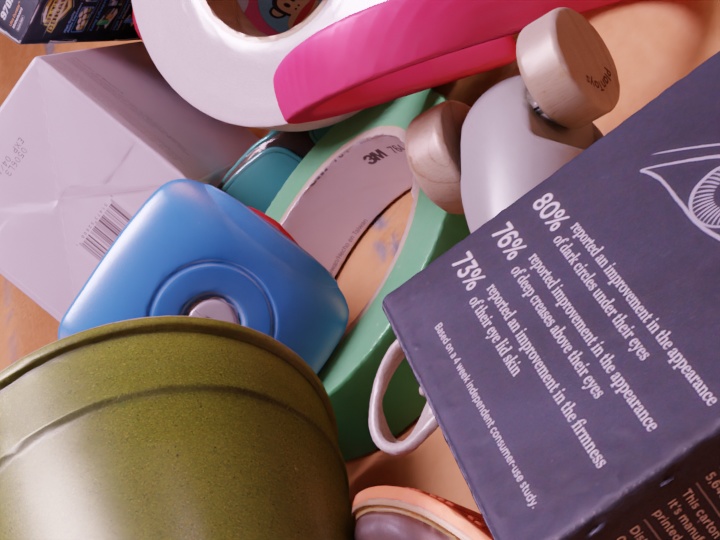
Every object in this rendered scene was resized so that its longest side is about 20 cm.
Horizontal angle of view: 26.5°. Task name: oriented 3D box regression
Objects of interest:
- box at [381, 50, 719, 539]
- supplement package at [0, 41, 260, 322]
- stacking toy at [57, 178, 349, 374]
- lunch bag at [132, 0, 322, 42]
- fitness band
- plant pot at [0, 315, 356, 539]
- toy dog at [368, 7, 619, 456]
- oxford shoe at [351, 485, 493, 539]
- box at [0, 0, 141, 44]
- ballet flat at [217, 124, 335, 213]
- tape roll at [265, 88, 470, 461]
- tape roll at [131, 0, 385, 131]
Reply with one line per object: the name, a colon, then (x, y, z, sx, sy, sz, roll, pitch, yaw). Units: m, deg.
box: (0.125, 0.019, 0.453, 0.199, 0.104, 0.148, -35, 30, 7)
supplement package: (-0.157, -0.060, 0.975, 0.121, 0.120, 0.200, -52, 0, 15)
stacking toy: (-0.085, 0.010, 0.804, 0.110, 0.116, 0.200, -53, 13, 1)
lunch bag: (-0.047, -0.202, 0.948, 0.200, 0.176, 0.082, -47, 24, 26)
fitness band: (0.052, -0.116, 0.720, 0.199, 0.038, 0.143, -21, 2, -21)
plant pot: (-0.074, 0.158, 0.644, 0.201, 0.200, 0.193, -50, 40, 18)
toy dog: (0.085, -0.005, 0.648, 0.131, 0.096, 0.202, -8, 68, 48)
oxford shoe: (0.046, 0.132, 0.571, 0.200, 0.071, 0.073, 13, 78, 62)
box: (-0.144, -0.239, 0.967, 0.201, 0.046, 0.159, -61, -17, 22)
ballet flat: (-0.025, -0.074, 0.922, 0.200, 0.067, 0.070, -50, 4, 18)
tape roll: (0.000, 0.000, 0.807, 0.200, 0.048, 0.201, -42, 31, 33)
tape roll: (-0.043, -0.179, 0.844, 0.202, 0.037, 0.205, 0, 90, 33)
